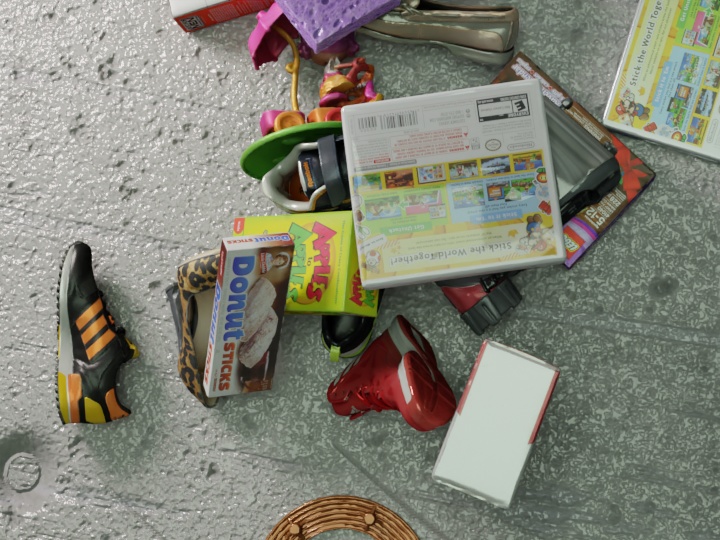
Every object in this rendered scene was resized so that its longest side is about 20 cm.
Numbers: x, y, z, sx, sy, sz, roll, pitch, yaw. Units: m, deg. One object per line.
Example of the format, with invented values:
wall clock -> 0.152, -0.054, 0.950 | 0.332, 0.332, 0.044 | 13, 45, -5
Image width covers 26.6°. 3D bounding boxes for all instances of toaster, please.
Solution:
toaster -> 0.161, -0.086, 1.564 | 0.200, 0.114, 0.129 | -42, 77, 6

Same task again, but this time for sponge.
sponge -> -0.059, -0.332, 1.619 | 0.111, 0.030, 0.200 | -34, 74, -14

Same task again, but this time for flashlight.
flashlight -> 0.087, -0.027, 1.613 | 0.200, 0.068, 0.068 | 52, 48, 0

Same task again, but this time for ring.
ring -> -0.020, 0.342, 1.628 | 0.199, 0.019, 0.202 | -1, 84, 7

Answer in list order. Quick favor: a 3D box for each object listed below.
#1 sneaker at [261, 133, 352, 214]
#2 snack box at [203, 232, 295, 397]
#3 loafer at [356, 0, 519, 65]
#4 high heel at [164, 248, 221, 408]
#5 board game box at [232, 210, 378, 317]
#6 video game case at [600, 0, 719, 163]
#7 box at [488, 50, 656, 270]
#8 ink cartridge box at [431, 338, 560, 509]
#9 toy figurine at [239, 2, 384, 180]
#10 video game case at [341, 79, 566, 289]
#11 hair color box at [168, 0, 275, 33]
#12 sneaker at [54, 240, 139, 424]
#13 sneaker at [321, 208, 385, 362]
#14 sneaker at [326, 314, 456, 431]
sneaker -> -0.012, -0.102, 1.562 | 0.199, 0.079, 0.079 | -22, 73, 31
snack box -> -0.115, 0.047, 1.559 | 0.071, 0.201, 0.024 | -5, 41, -20
loafer -> 0.074, -0.278, 1.648 | 0.199, 0.072, 0.063 | 14, 122, 3
high heel -> -0.149, 0.059, 1.599 | 0.071, 0.200, 0.144 | -11, 78, -25
board game box -> -0.061, -0.006, 1.597 | 0.199, 0.047, 0.102 | -1, 81, 49
video game case -> 0.373, -0.223, 1.633 | 0.181, 0.023, 0.201 | 18, 87, 9
box -> 0.198, -0.118, 1.636 | 0.200, 0.039, 0.137 | 43, 92, 10
ink cartridge box -> 0.136, 0.153, 1.536 | 0.082, 0.200, 0.148 | 21, 88, 6
toy figurine -> -0.045, -0.210, 1.648 | 0.199, 0.150, 0.185 | -6, 73, -15
video game case -> 0.090, -0.084, 1.491 | 0.198, 0.023, 0.183 | -8, 79, 3
hair color box -> -0.119, -0.345, 1.694 | 0.199, 0.061, 0.102 | -15, 81, 5
sneaker -> -0.288, 0.069, 1.677 | 0.089, 0.070, 0.202 | 1, 84, -7
sneaker -> 0.000, 0.000, 1.629 | 0.071, 0.083, 0.202 | 8, 85, 8
sneaker -> 0.029, 0.134, 1.571 | 0.115, 0.200, 0.078 | -42, 106, 13
